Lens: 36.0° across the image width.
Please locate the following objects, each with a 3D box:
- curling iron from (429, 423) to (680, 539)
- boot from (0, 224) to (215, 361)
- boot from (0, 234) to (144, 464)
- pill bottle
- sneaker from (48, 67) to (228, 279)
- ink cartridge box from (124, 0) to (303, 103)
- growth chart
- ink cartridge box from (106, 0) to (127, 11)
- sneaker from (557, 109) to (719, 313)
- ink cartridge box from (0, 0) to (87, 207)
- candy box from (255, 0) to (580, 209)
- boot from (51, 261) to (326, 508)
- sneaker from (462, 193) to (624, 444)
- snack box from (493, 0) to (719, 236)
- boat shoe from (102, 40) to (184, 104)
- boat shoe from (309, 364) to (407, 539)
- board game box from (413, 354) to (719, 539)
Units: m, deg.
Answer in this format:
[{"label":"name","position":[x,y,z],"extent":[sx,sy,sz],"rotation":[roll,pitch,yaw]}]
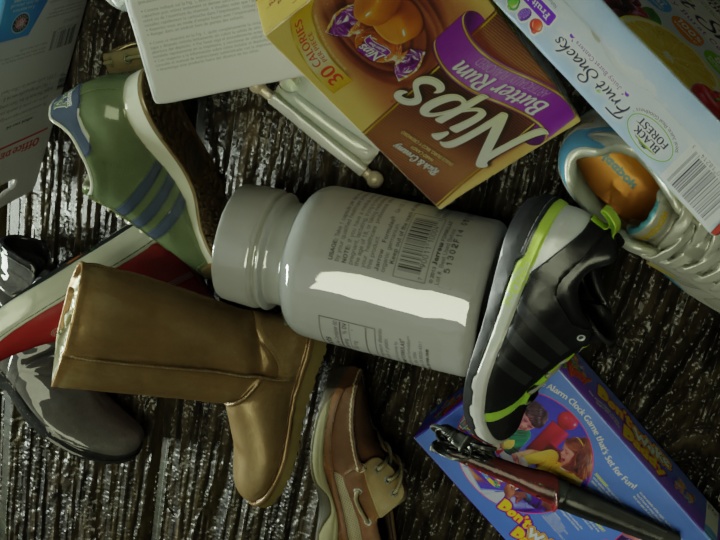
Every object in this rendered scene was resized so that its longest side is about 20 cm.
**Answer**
[{"label":"curling iron","position":[0.139,0.162,0.810],"extent":[0.199,0.050,0.026],"rotation":[25,86,1]},{"label":"boot","position":[-0.208,0.059,0.898],"extent":[0.199,0.072,0.145],"rotation":[-30,102,-3]},{"label":"boot","position":[-0.253,0.069,0.958],"extent":[0.200,0.070,0.132],"rotation":[35,112,-2]},{"label":"pill bottle","position":[0.000,0.000,0.806],"extent":[0.199,0.114,0.115],"rotation":[13,115,15]},{"label":"sneaker","position":[-0.162,-0.067,0.832],"extent":[0.089,0.067,0.201],"rotation":[-5,138,14]},{"label":"ink cartridge box","position":[-0.049,-0.198,0.677],"extent":[0.199,0.044,0.174],"rotation":[-12,136,-4]},{"label":"growth chart","position":[0.029,-0.149,0.785],"extent":[0.145,0.018,0.200],"rotation":[43,119,-6]},{"label":"ink cartridge box","position":[-0.111,-0.284,0.720],"extent":[0.200,0.083,0.146],"rotation":[-39,79,22]},{"label":"sneaker","position":[0.213,-0.025,0.737],"extent":[0.200,0.081,0.077],"rotation":[36,117,2]},{"label":"ink cartridge box","position":[-0.285,-0.144,0.852],"extent":[0.067,0.116,0.201],"rotation":[28,118,7]},{"label":"candy box","position":[0.040,-0.134,0.698],"extent":[0.116,0.057,0.200],"rotation":[-32,135,18]},{"label":"boot","position":[-0.141,0.092,0.861],"extent":[0.199,0.066,0.176],"rotation":[11,99,-26]},{"label":"sneaker","position":[0.125,0.045,0.739],"extent":[0.083,0.072,0.201],"rotation":[21,125,20]},{"label":"snack box","position":[0.178,-0.124,0.646],"extent":[0.200,0.142,0.053],"rotation":[50,128,12]},{"label":"boat shoe","position":[-0.105,-0.176,0.800],"extent":[0.200,0.073,0.063],"rotation":[-26,105,34]},{"label":"boat shoe","position":[0.003,0.168,0.903],"extent":[0.073,0.076,0.201],"rotation":[6,121,12]},{"label":"board game box","position":[0.158,0.158,0.852],"extent":[0.134,0.045,0.200],"rotation":[-40,94,29]}]
